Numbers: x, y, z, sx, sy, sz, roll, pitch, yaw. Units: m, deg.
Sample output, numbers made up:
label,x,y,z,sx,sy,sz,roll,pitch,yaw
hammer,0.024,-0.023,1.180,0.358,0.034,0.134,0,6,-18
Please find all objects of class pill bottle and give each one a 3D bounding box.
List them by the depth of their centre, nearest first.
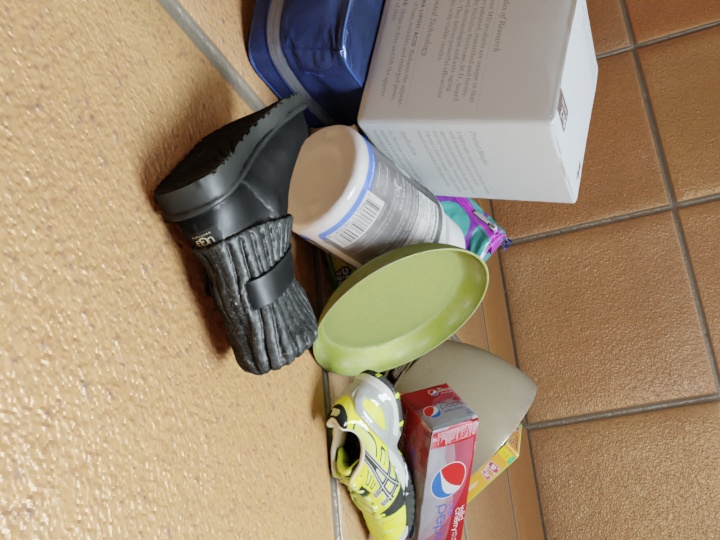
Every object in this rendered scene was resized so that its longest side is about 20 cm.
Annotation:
label,x,y,z,sx,sy,sz,roll,pitch,yaw
pill bottle,0.018,-0.053,0.813,0.199,0.112,0.116,32,45,-43

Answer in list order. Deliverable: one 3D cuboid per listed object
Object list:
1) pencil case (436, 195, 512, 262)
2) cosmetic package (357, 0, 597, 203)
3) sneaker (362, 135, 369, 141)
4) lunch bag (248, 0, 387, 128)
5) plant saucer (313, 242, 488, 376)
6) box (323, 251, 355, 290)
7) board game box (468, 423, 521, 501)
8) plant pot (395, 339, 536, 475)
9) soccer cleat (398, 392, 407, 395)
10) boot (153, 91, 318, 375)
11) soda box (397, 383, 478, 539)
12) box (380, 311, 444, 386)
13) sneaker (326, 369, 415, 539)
label,x,y,z,sx,sy,sz,roll,pitch,yaw
pencil case,0.090,-0.087,0.939,0.084,0.093,0.201,-28,76,-44
cosmetic package,0.127,-0.182,0.804,0.165,0.196,0.169,43,57,-60
sneaker,0.017,-0.150,1.060,0.201,0.073,0.092,-78,153,-59
lunch bag,-0.029,-0.239,0.842,0.200,0.129,0.139,40,59,-61
plant saucer,0.038,0.036,0.804,0.031,0.197,0.200,62,5,32
box,0.000,0.000,0.941,0.118,0.047,0.204,-58,137,-68
board game box,0.123,0.268,0.978,0.030,0.201,0.095,41,17,3
plant pot,0.108,0.168,1.003,0.135,0.200,0.200,45,17,2
soccer cleat,0.048,0.218,0.904,0.069,0.072,0.203,-80,154,-53
boot,-0.074,-0.036,0.627,0.160,0.078,0.212,64,31,-24
soda box,0.074,0.229,0.845,0.070,0.062,0.204,41,-47,52
box,0.072,0.066,0.997,0.165,0.021,0.200,-59,-179,21
sneaker,0.003,0.202,0.798,0.076,0.074,0.204,-28,117,-38
